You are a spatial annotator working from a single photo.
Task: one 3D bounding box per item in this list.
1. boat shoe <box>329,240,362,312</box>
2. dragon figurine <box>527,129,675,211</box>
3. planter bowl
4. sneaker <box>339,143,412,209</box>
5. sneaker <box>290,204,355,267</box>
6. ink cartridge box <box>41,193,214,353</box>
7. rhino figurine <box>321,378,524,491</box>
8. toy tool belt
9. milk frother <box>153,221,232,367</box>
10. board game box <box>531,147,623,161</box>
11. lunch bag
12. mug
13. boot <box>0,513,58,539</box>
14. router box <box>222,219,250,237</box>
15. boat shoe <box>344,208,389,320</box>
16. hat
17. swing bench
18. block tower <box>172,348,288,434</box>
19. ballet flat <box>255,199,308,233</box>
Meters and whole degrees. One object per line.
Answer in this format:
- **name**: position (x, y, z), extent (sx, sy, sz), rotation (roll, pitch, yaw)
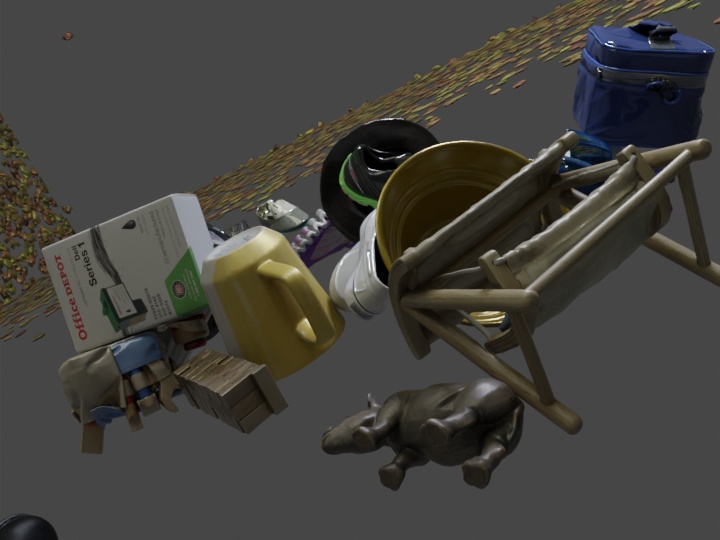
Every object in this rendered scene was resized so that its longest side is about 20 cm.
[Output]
- **boat shoe**: position (0.000, 0.000, 1.058), extent (0.068, 0.072, 0.201), rotation (-43, 12, 35)
- **dragon figurine**: position (0.223, -0.103, 0.846), extent (0.059, 0.198, 0.100), rotation (-55, -9, -39)
- **planter bowl**: position (0.109, -0.022, 0.818), extent (0.199, 0.201, 0.084), rotation (-34, -18, -19)
- **sneaker**: position (0.066, -0.112, 1.109), extent (0.197, 0.085, 0.077), rotation (21, 31, 5)
- **sneaker**: position (-0.041, -0.056, 1.279), extent (0.201, 0.088, 0.081), rotation (-51, 16, 5)
- **ink cartridge box**: position (-0.287, 0.005, 1.050), extent (0.198, 0.148, 0.084), rotation (-20, 0, 13)
- **rhino figurine**: position (0.039, 0.121, 0.622), extent (0.199, 0.061, 0.087), rotation (-15, 11, 47)
- **toy tool belt**: position (-0.274, 0.145, 1.042), extent (0.197, 0.125, 0.125), rotation (-20, -1, -12)
- **milk frother**: position (-0.209, 0.056, 1.140), extent (0.200, 0.179, 0.190), rotation (40, 105, 43)
- **board game box**: position (0.194, -0.080, 0.999), extent (0.200, 0.044, 0.198), rotation (-40, 19, -35)
- **lunch bag**: position (0.331, -0.227, 0.971), extent (0.134, 0.134, 0.200), rotation (4, 22, 4)
- **mug**: position (-0.102, 0.028, 0.978), extent (0.185, 0.155, 0.150), rotation (-19, 18, 30)
- **boot**: position (-0.249, 0.255, 0.665), extent (0.157, 0.080, 0.212), rotation (-33, 26, 11)
- **router box**: position (-0.269, -0.021, 1.578), extent (0.148, 0.063, 0.200), rotation (-29, 16, -2)
- **boat shoe**: position (0.036, -0.023, 1.000), extent (0.065, 0.073, 0.201), rotation (-44, 22, 37)
- **hat**: position (0.032, -0.122, 1.210), extent (0.199, 0.202, 0.081), rotation (-32, -2, -12)
- **swing bench**: position (0.146, -0.009, 0.649), extent (0.198, 0.131, 0.199), rotation (-37, 30, -20)
- **block tower**: position (-0.154, 0.133, 0.929), extent (0.058, 0.054, 0.199), rotation (-37, 17, -25)
- **ballet flat**: position (-0.170, -0.115, 1.691), extent (0.067, 0.064, 0.199), rotation (-35, 17, -20)
